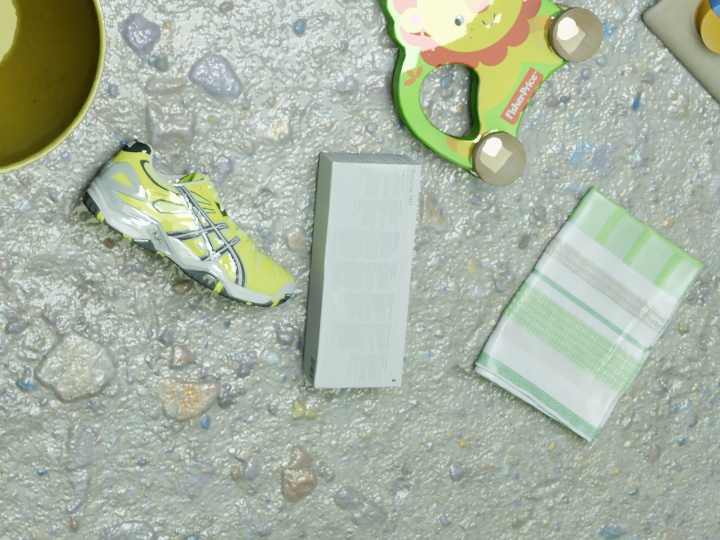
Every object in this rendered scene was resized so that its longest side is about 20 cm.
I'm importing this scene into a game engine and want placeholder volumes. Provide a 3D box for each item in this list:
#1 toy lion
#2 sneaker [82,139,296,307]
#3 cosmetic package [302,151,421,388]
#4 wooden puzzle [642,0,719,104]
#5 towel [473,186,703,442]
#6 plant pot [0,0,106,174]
[{"bbox_3d":[0.094,-0.201,1.628,0.191,0.069,0.201,30,94,-15],"label":"toy lion"},{"bbox_3d":[-0.132,-0.035,1.590,0.199,0.075,0.077,30,94,-23],"label":"sneaker"},{"bbox_3d":[0.000,0.000,1.652,0.082,0.051,0.202,2,104,-16],"label":"cosmetic package"},{"bbox_3d":[0.378,-0.215,1.667,0.200,0.046,0.185,-36,115,27],"label":"wooden puzzle"},{"bbox_3d":[0.212,0.044,1.741,0.149,0.031,0.201,32,93,-23],"label":"towel"},{"bbox_3d":[-0.305,-0.184,1.459,0.198,0.142,0.202,-4,105,-17],"label":"plant pot"}]
